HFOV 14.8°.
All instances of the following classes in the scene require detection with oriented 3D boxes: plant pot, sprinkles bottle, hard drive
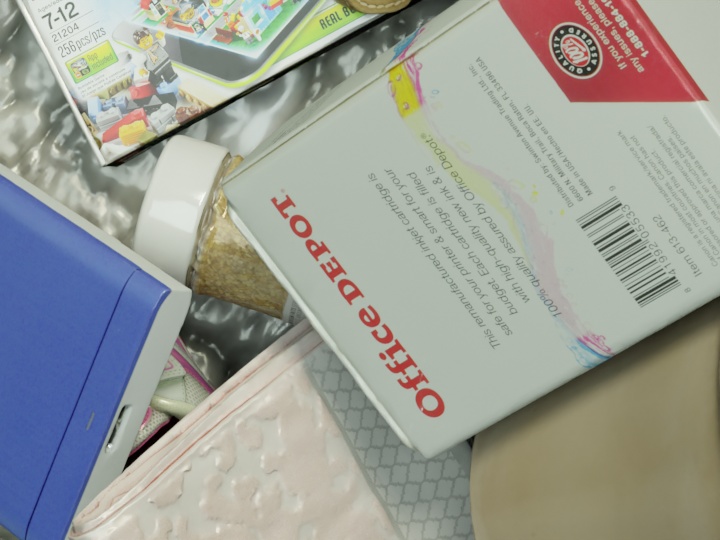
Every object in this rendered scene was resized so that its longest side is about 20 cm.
[{"bbox_3d":[0.146,0.089,1.141,0.173,0.200,0.201,-12,93,29],"label":"plant pot"},{"bbox_3d":[0.000,0.000,1.235,0.199,0.068,0.069,18,95,4],"label":"sprinkles bottle"},{"bbox_3d":[-0.172,0.021,1.217,0.200,0.025,0.132,32,106,31],"label":"hard drive"}]

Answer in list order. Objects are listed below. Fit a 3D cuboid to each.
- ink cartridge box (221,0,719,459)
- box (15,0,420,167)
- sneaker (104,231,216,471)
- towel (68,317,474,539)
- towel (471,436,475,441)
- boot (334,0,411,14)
[{"bbox_3d":[0.067,-0.038,1.104,0.200,0.083,0.146,-32,100,33],"label":"ink cartridge box"},{"bbox_3d":[-0.052,-0.140,1.249,0.199,0.035,0.110,-28,90,6],"label":"box"},{"bbox_3d":[-0.108,0.051,1.237,0.081,0.088,0.200,-44,89,6],"label":"sneaker"},{"bbox_3d":[-0.011,0.133,1.170,0.191,0.032,0.201,-41,113,-31],"label":"towel"},{"bbox_3d":[0.003,0.156,1.232,0.143,0.023,0.201,0,96,-30],"label":"towel"},{"bbox_3d":[0.039,-0.169,1.121,0.072,0.155,0.201,-11,127,-29],"label":"boot"}]
